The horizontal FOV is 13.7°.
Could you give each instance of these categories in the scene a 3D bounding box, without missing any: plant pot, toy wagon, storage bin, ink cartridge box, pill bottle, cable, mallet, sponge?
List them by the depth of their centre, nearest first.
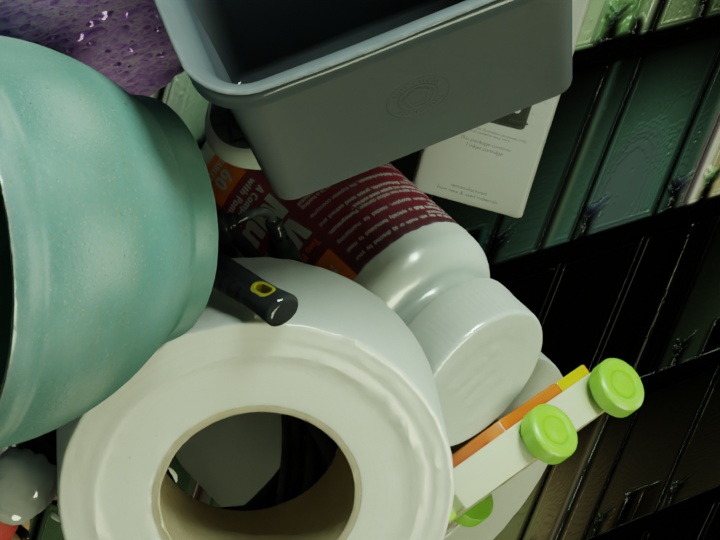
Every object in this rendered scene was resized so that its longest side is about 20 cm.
[{"bbox_3d":[-0.151,-0.017,1.398,0.134,0.200,0.201,-7,132,-34],"label":"plant pot"},{"bbox_3d":[0.006,-0.129,1.410,0.199,0.146,0.135,-21,149,-4],"label":"storage bin"},{"bbox_3d":[-0.138,-0.131,1.432,0.111,0.030,0.200,-30,154,19],"label":"sponge"},{"bbox_3d":[-0.108,-0.014,1.484,0.066,0.200,0.041,-26,128,-23],"label":"mallet"},{"bbox_3d":[-0.094,0.069,1.560,0.162,0.051,0.201,-15,109,-11],"label":"cable"},{"bbox_3d":[0.000,0.000,1.626,0.109,0.200,0.110,-31,146,-25],"label":"pill bottle"},{"bbox_3d":[0.089,-0.145,1.651,0.116,0.068,0.201,-74,180,-53],"label":"ink cartridge box"},{"bbox_3d":[0.066,0.115,1.659,0.200,0.040,0.155,-29,171,-47],"label":"toy wagon"}]

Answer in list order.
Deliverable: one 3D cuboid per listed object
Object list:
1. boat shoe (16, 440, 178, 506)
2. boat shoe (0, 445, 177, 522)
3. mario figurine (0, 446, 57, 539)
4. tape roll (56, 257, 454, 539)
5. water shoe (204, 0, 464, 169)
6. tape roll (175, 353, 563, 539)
[{"bbox_3d":[-0.155,0.096,1.615,0.068,0.072,0.201,-36,110,-20],"label":"boat shoe"},{"bbox_3d":[-0.146,0.120,1.708,0.074,0.068,0.200,-42,147,-10],"label":"boat shoe"},{"bbox_3d":[-0.213,0.120,1.580,0.106,0.124,0.201,-26,131,-8],"label":"mario figurine"},{"bbox_3d":[-0.055,0.097,1.513,0.201,0.071,0.203,-3,118,-5],"label":"tape roll"},{"bbox_3d":[0.012,-0.104,1.519,0.200,0.072,0.079,-37,151,-11],"label":"water shoe"},{"bbox_3d":[0.005,0.089,1.795,0.202,0.139,0.203,-31,145,-25],"label":"tape roll"}]
